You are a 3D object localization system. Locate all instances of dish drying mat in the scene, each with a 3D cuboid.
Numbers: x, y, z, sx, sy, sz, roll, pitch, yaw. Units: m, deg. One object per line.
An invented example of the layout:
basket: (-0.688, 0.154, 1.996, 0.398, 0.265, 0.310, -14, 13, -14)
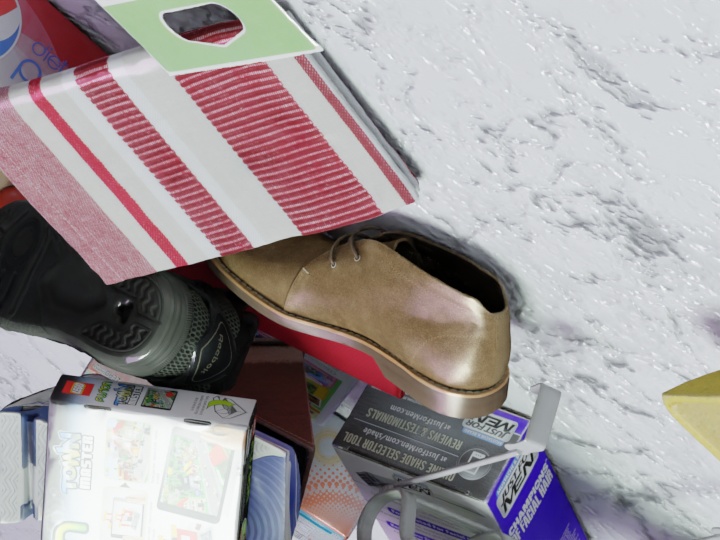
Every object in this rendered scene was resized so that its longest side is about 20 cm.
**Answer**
dish drying mat: (-0.060, 0.008, 1.612, 0.200, 0.018, 0.077, 25, 150, 9)

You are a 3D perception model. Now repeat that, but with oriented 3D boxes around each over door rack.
over door rack: (0.102, 0.144, 1.556, 0.148, 0.067, 0.200, 23, 148, -20)

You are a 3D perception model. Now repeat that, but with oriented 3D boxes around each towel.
towel: (-0.086, -0.062, 1.436, 0.200, 0.023, 0.144, -13, 136, 29)

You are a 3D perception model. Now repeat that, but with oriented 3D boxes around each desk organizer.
desk organizer: (-0.076, 0.128, 1.710, 0.072, 0.077, 0.200, 0, 144, -11)

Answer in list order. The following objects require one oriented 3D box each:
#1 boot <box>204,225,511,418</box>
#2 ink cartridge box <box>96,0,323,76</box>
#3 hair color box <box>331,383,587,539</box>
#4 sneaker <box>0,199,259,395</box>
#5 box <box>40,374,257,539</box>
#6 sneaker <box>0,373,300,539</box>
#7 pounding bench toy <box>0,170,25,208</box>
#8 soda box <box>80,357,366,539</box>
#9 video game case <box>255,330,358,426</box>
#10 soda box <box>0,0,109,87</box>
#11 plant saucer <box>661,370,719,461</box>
boot: (0.000, 0.000, 1.523, 0.200, 0.074, 0.076, 27, 130, 28)
ink cartridge box: (-0.109, -0.174, 1.276, 0.200, 0.048, 0.145, 42, 158, -25)
hair color box: (0.068, 0.146, 1.727, 0.109, 0.065, 0.200, 19, 157, 29)
sneaker: (-0.135, 0.022, 1.602, 0.199, 0.076, 0.114, 21, 173, 46)
box: (-0.120, 0.160, 1.561, 0.110, 0.035, 0.200, 8, 113, 4)
sneaker: (-0.129, 0.099, 1.624, 0.199, 0.081, 0.115, 7, -165, 5)
pounding bench toy: (-0.298, -0.004, 1.728, 0.156, 0.200, 0.124, 12, 151, 46)
soda box: (-0.080, 0.098, 1.831, 0.200, 0.068, 0.064, 33, 159, -3)
video game case: (-0.086, 0.013, 1.711, 0.200, 0.022, 0.182, 32, 160, -1)
soda box: (-0.190, -0.108, 1.515, 0.200, 0.070, 0.063, 41, 156, -21)
plant saucer: (0.271, 0.101, 1.345, 0.200, 0.048, 0.200, 42, 158, -25)
